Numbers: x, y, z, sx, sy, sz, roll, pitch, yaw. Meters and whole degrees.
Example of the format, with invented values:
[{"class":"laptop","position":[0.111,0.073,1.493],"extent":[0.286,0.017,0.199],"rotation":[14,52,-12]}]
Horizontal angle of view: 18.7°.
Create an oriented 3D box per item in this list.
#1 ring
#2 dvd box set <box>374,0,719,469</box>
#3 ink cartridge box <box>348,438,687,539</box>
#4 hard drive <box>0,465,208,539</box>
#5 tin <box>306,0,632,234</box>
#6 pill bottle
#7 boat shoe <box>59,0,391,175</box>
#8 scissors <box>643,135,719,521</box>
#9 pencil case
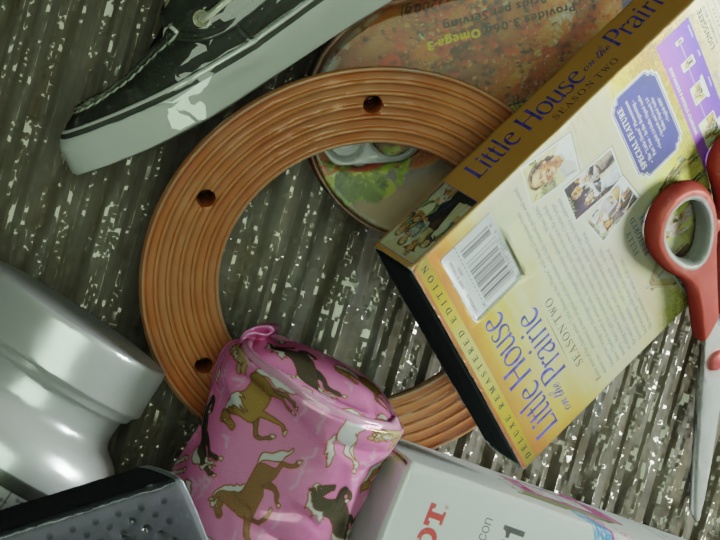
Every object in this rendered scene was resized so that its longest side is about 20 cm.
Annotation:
[{"class":"ring","position":[0.000,0.000,0.974],"extent":[0.200,0.019,0.201],"rotation":[-5,118,-10]},{"class":"dvd box set","position":[0.108,-0.026,0.956],"extent":[0.200,0.029,0.146],"rotation":[-44,134,-13]},{"class":"ink cartridge box","position":[0.070,0.174,0.993],"extent":[0.199,0.085,0.145],"rotation":[20,92,-15]},{"class":"hard drive","position":[-0.112,0.179,0.894],"extent":[0.134,0.042,0.201],"rotation":[-17,117,-10]},{"class":"tin","position":[0.069,-0.081,1.001],"extent":[0.199,0.042,0.112],"rotation":[-16,94,-7]},{"class":"pill bottle","position":[-0.177,0.102,0.937],"extent":[0.116,0.116,0.200],"rotation":[34,90,-11]},{"class":"boat shoe","position":[-0.054,-0.114,0.951],"extent":[0.200,0.071,0.064],"rotation":[-32,101,6]},{"class":"scissors","position":[0.168,0.028,1.005],"extent":[0.073,0.014,0.200],"rotation":[-34,130,-25]},{"class":"pencil case","position":[-0.059,0.122,0.958],"extent":[0.086,0.083,0.200],"rotation":[21,105,-32]}]
